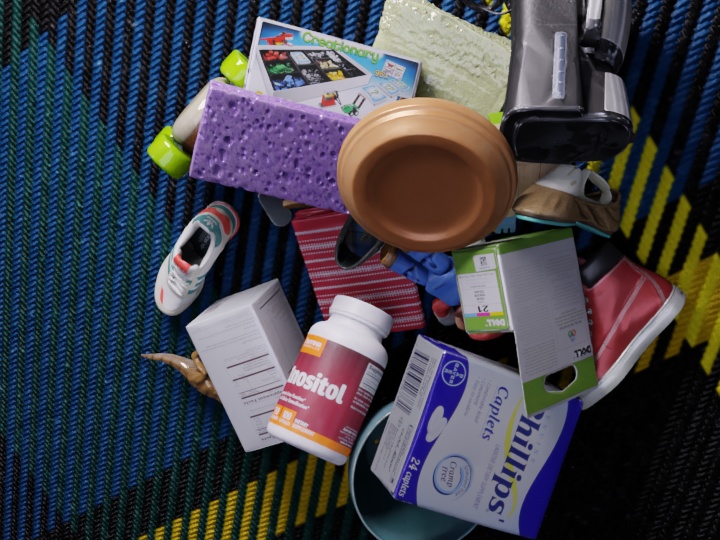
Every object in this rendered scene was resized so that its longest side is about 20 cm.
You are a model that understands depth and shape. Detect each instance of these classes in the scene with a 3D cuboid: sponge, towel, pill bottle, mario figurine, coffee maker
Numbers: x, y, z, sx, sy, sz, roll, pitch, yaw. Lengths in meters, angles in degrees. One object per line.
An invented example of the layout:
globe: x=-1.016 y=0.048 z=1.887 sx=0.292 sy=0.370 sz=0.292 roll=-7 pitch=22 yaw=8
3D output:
sponge: x=-0.087 y=-0.139 z=0.932 sx=0.199 sy=0.030 sz=0.112 roll=12 pitch=117 yaw=-14
towel: x=0.000 y=0.000 z=1.094 sx=0.144 sy=0.023 sz=0.201 roll=-8 pitch=118 yaw=16
pill bottle: x=-0.033 y=0.140 z=1.054 sx=0.113 sy=0.113 sz=0.201 roll=21 pitch=77 yaw=8
mario figurine: x=0.123 y=0.009 z=1.045 sx=0.200 sy=0.123 sz=0.106 roll=39 pitch=79 yaw=-16
towel: x=0.101 y=-0.240 z=0.998 sx=0.199 sy=0.036 sz=0.149 roll=26 pitch=113 yaw=5
coffee maker: x=0.201 y=-0.224 z=0.885 sx=0.191 sy=0.135 sz=0.201 roll=-4 pitch=66 yaw=32

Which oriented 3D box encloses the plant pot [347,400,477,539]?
plant pot: x=0.069 y=0.259 z=1.102 sx=0.199 sy=0.135 sz=0.201 roll=-1 pitch=95 yaw=-14

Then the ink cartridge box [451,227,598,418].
ink cartridge box: x=0.200 y=0.059 z=0.971 sx=0.076 sy=0.147 sz=0.201 roll=-7 pitch=94 yaw=50

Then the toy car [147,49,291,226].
toy car: x=-0.141 y=-0.153 z=1.044 sx=0.200 sy=0.158 sz=0.164 roll=42 pitch=97 yaw=-18

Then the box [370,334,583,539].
box: x=0.142 y=0.202 z=0.993 sx=0.199 sy=0.105 sz=0.185 roll=20 pitch=90 yaw=-16

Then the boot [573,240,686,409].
boot: x=0.290 y=0.067 z=1.029 sx=0.144 sy=0.072 sz=0.200 roll=34 pitch=107 yaw=5

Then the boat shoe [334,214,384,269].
boat shoe: x=0.024 y=-0.071 z=0.975 sx=0.069 sy=0.057 sz=0.200 roll=35 pitch=135 yaw=5

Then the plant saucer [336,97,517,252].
plant saucer: x=0.070 y=-0.092 z=0.883 sx=0.199 sy=0.038 sz=0.201 roll=5 pitch=132 yaw=6

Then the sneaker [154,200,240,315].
sneaker: x=-0.248 y=-0.009 z=1.141 sx=0.070 sy=0.093 sz=0.200 roll=39 pitch=113 yaw=1

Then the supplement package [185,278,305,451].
supplement package: x=-0.140 y=0.134 z=1.146 sx=0.109 sy=0.114 sz=0.201 roll=-19 pitch=101 yaw=19

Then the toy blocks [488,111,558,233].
toy blocks: x=0.161 y=-0.106 z=0.984 sx=0.199 sy=0.100 sz=0.137 roll=-6 pitch=132 yaw=1

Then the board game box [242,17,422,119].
board game box: x=-0.037 y=-0.209 z=0.955 sx=0.199 sy=0.035 sz=0.127 roll=12 pitch=100 yaw=-13

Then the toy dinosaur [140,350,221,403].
toy dinosaur: x=-0.242 y=0.152 z=1.211 sx=0.200 sy=0.060 sz=0.106 roll=33 pitch=115 yaw=4

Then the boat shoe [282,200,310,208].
boat shoe: x=-0.006 y=-0.126 z=1.036 sx=0.199 sy=0.070 sz=0.071 roll=-11 pitch=90 yaw=-4

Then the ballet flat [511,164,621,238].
ballet flat: x=0.246 y=-0.084 z=0.937 sx=0.068 sy=0.199 sz=0.073 roll=27 pitch=105 yaw=45
